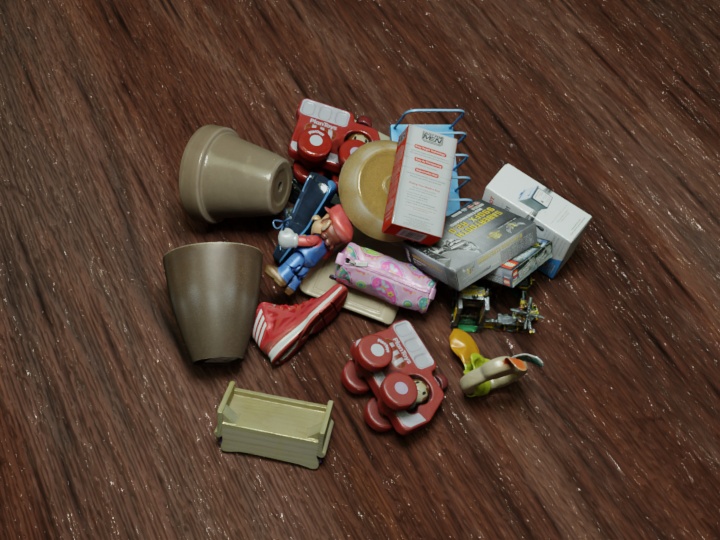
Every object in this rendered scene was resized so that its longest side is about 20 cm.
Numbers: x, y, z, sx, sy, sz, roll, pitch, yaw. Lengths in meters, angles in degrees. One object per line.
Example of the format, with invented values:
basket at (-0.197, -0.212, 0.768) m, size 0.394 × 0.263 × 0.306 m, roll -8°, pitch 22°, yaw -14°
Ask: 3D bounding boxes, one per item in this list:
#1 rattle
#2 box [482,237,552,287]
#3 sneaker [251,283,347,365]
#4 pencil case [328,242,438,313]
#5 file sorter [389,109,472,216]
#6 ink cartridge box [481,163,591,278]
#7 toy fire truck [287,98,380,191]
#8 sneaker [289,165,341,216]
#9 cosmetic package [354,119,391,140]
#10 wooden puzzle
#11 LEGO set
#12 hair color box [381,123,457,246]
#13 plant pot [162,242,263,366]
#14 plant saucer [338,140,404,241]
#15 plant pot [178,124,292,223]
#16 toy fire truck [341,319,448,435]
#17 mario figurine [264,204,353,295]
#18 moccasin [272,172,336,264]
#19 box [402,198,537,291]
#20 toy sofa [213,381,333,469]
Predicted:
rattle at (0.238, 0.139, 1.326) m, size 0.130 × 0.200 × 0.143 m, roll 2°, pitch 64°, yaw -3°
box at (0.251, -0.037, 1.455) m, size 0.200 × 0.040 × 0.137 m, roll 19°, pitch 40°, yaw 40°
sneaker at (-0.127, 0.073, 1.419) m, size 0.200 × 0.078 × 0.116 m, roll -42°, pitch 68°, yaw -14°
pencil case at (0.047, 0.013, 1.428) m, size 0.200 × 0.087 × 0.088 m, roll 22°, pitch 62°, yaw -1°
file sorter at (0.147, -0.219, 1.532) m, size 0.138 × 0.123 × 0.200 m, roll -2°, pitch 82°, yaw -12°
ink cartridge box at (0.341, -0.098, 1.499) m, size 0.200 × 0.147 × 0.086 m, roll 35°, pitch 64°, yaw 17°
toy fire truck at (-0.044, -0.259, 1.513) m, size 0.200 × 0.112 × 0.168 m, roll 15°, pitch 63°, yaw -3°
sneaker at (-0.090, -0.175, 1.581) m, size 0.200 × 0.076 × 0.091 m, roll 30°, pitch 57°, yaw 4°
cosmetic package at (-0.026, -0.269, 1.629) m, size 0.200 × 0.073 × 0.104 m, roll 29°, pitch 64°, yaw 13°
wooden puzzle at (0.000, 0.000, 1.499) m, size 0.200 × 0.037 × 0.185 m, roll 22°, pitch 63°, yaw 5°
LEGO set at (0.254, 0.042, 1.432) m, size 0.200 × 0.116 × 0.154 m, roll 11°, pitch 61°, yaw 5°
hair color box at (0.109, -0.157, 1.373) m, size 0.101 × 0.061 × 0.200 m, roll 16°, pitch 73°, yaw -13°
plant pot at (-0.267, 0.071, 1.383) m, size 0.186 × 0.187 × 0.200 m, roll -5°, pitch 75°, yaw -5°
plant saucer at (0.059, -0.156, 1.415) m, size 0.200 × 0.035 × 0.201 m, roll 3°, pitch 81°, yaw -16°
plant pot at (-0.235, -0.179, 1.486) m, size 0.174 × 0.200 × 0.201 m, roll 13°, pitch 60°, yaw 15°
toy fire truck at (0.074, 0.191, 1.359) m, size 0.168 × 0.112 × 0.200 m, roll -18°, pitch 62°, yaw -32°
mario figurine at (-0.099, -0.053, 1.427) m, size 0.200 × 0.123 × 0.106 m, roll -45°, pitch 96°, yaw -8°
moccasin at (-0.122, -0.106, 1.491) m, size 0.068 × 0.080 × 0.200 m, roll 37°, pitch 104°, yaw 8°
box at (0.205, -0.053, 1.406) m, size 0.200 × 0.048 × 0.158 m, roll -30°, pitch 35°, yaw -21°
toy sofa at (-0.151, 0.273, 1.322) m, size 0.200 × 0.098 × 0.083 m, roll 10°, pitch 36°, yaw 4°
